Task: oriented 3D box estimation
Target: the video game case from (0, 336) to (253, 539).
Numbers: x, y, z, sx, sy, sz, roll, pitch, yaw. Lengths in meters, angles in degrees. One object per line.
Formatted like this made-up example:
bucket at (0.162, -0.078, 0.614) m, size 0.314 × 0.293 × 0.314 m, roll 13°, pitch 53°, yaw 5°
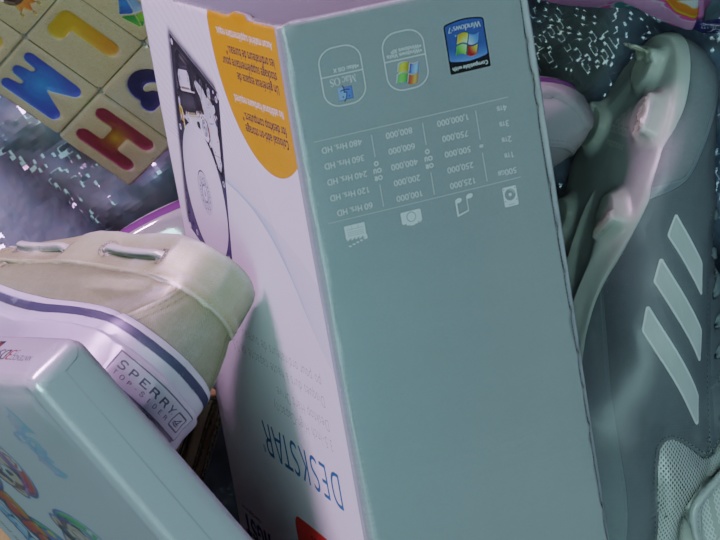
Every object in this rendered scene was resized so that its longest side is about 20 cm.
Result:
video game case at (-0.061, 0.099, 0.856) m, size 0.024 × 0.182 × 0.200 m, roll -44°, pitch 107°, yaw -18°

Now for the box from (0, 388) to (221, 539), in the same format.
box at (-0.149, 0.082, 1.010) m, size 0.199 × 0.021 × 0.165 m, roll 26°, pitch 107°, yaw 31°

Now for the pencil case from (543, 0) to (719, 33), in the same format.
pencil case at (0.035, -0.133, 0.946) m, size 0.198 × 0.087 × 0.088 m, roll 9°, pitch 103°, yaw 7°

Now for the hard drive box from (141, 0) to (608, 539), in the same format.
hard drive box at (0.004, 0.008, 0.850) m, size 0.076 × 0.156 × 0.202 m, roll -14°, pitch 103°, yaw -16°

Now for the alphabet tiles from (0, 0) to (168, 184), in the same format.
alphabet tiles at (-0.093, -0.107, 0.951) m, size 0.199 × 0.006 × 0.166 m, roll 35°, pitch 137°, yaw -15°

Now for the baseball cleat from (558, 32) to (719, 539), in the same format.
baseball cleat at (0.109, 0.020, 0.981) m, size 0.106 × 0.070 × 0.201 m, roll 14°, pitch 98°, yaw -21°

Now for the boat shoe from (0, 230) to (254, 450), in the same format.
boat shoe at (-0.090, 0.021, 0.896) m, size 0.062 × 0.200 × 0.072 m, roll -48°, pitch 114°, yaw -17°

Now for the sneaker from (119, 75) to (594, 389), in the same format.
sneaker at (0.000, 0.000, 0.973) m, size 0.199 × 0.075 × 0.100 m, roll -27°, pitch 76°, yaw 18°
